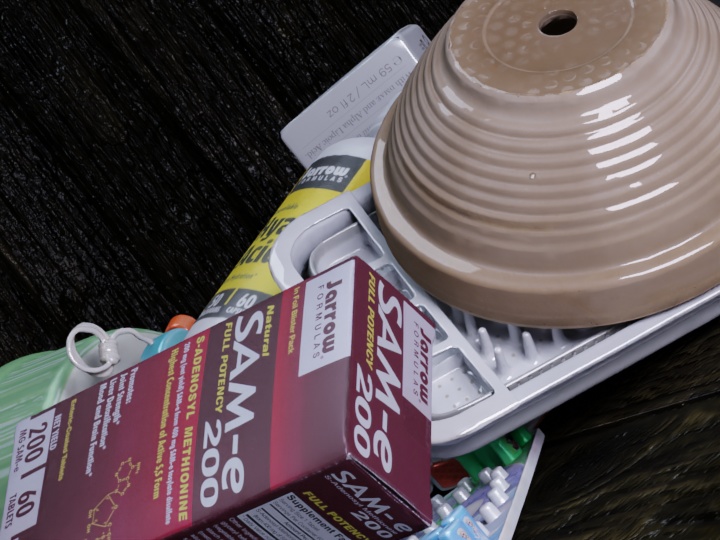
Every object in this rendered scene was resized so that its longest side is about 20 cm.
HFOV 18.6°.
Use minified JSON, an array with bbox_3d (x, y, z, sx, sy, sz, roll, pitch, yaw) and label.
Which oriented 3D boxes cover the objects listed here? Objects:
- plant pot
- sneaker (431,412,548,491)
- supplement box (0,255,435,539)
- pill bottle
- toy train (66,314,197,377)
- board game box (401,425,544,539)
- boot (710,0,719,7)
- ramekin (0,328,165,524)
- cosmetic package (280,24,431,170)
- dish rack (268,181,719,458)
[{"bbox_3d":[0.096,-0.077,0.983,0.200,0.093,0.201,-9,43,9],"label":"plant pot"},{"bbox_3d":[0.070,0.051,1.086,0.200,0.077,0.082,-28,-4,7],"label":"sneaker"},{"bbox_3d":[-0.064,0.085,0.935,0.200,0.061,0.109,-26,41,28],"label":"supplement box"},{"bbox_3d":[0.000,0.000,1.173,0.200,0.111,0.111,-55,10,-28],"label":"pill bottle"},{"bbox_3d":[-0.097,0.115,1.303,0.056,0.200,0.150,-26,-14,39],"label":"toy train"},{"bbox_3d":[-0.012,0.146,0.963,0.200,0.026,0.200,-39,3,15],"label":"board game box"},{"bbox_3d":[0.184,-0.094,1.265,0.211,0.080,0.158,6,-29,-45],"label":"boot"},{"bbox_3d":[-0.153,0.134,1.400,0.098,0.200,0.200,-26,10,42],"label":"ramekin"},{"bbox_3d":[0.053,-0.040,1.337,0.102,0.200,0.074,-39,2,16],"label":"cosmetic package"},{"bbox_3d":[0.074,0.001,1.008,0.200,0.044,0.172,-29,43,-9],"label":"dish rack"}]
